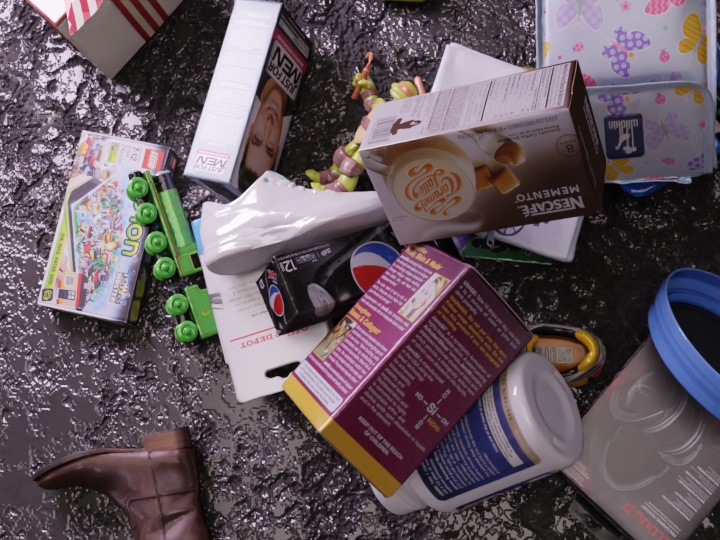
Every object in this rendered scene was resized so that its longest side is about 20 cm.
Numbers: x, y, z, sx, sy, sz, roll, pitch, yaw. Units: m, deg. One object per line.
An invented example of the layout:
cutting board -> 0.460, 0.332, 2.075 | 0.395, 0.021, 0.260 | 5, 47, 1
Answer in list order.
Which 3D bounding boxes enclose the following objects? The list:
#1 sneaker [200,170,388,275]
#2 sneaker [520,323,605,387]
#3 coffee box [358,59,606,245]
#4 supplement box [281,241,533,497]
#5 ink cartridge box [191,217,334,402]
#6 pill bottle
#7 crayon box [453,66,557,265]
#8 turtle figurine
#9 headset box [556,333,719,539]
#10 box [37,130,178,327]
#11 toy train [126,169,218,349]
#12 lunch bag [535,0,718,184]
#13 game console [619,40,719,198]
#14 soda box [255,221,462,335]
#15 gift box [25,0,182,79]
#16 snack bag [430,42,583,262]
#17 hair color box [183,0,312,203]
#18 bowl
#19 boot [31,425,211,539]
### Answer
sneaker -> -0.069, -0.064, 1.063 | 0.197, 0.075, 0.090 | -14, 68, 0
sneaker -> 0.149, 0.084, 1.062 | 0.197, 0.082, 0.079 | -9, 78, 7
coffee box -> 0.113, -0.104, 0.958 | 0.197, 0.115, 0.080 | -8, 38, 25
supplement box -> 0.040, 0.085, 0.975 | 0.200, 0.131, 0.103 | -47, 112, -4
ink cartridge box -> -0.096, 0.032, 1.114 | 0.114, 0.067, 0.203 | -16, 77, 3
pill bottle -> 0.104, 0.165, 1.009 | 0.199, 0.110, 0.112 | -29, 74, 31
crayon box -> 0.153, -0.114, 1.116 | 0.124, 0.052, 0.203 | 5, 80, 8
turtle figurine -> 0.010, -0.148, 1.121 | 0.162, 0.064, 0.201 | -49, 35, 12
headset box -> 0.286, 0.176, 1.028 | 0.149, 0.077, 0.200 | 42, 86, 13
box -> -0.281, -0.047, 1.172 | 0.108, 0.035, 0.203 | 10, 81, 9
toy train -> -0.199, -0.016, 1.131 | 0.056, 0.042, 0.203 | -18, 90, -17
lunch bag -> 0.250, -0.183, 0.985 | 0.167, 0.127, 0.204 | 2, 97, 17
game console -> 0.308, -0.190, 1.089 | 0.118, 0.170, 0.202 | -37, 74, 36
soda box -> 0.000, 0.000, 1.061 | 0.198, 0.071, 0.064 | -18, 76, -27
gift box -> -0.311, -0.332, 1.154 | 0.184, 0.187, 0.201 | 36, 85, 13
snack bag -> 0.153, -0.119, 1.073 | 0.197, 0.021, 0.191 | 20, 80, 3
hair color box -> -0.119, -0.178, 1.137 | 0.060, 0.099, 0.203 | 12, 81, 21
bowl -> 0.358, 0.082, 0.989 | 0.200, 0.200, 0.040 | 43, 124, 13
boot -> -0.240, 0.281, 1.093 | 0.184, 0.064, 0.203 | -15, 82, 7
